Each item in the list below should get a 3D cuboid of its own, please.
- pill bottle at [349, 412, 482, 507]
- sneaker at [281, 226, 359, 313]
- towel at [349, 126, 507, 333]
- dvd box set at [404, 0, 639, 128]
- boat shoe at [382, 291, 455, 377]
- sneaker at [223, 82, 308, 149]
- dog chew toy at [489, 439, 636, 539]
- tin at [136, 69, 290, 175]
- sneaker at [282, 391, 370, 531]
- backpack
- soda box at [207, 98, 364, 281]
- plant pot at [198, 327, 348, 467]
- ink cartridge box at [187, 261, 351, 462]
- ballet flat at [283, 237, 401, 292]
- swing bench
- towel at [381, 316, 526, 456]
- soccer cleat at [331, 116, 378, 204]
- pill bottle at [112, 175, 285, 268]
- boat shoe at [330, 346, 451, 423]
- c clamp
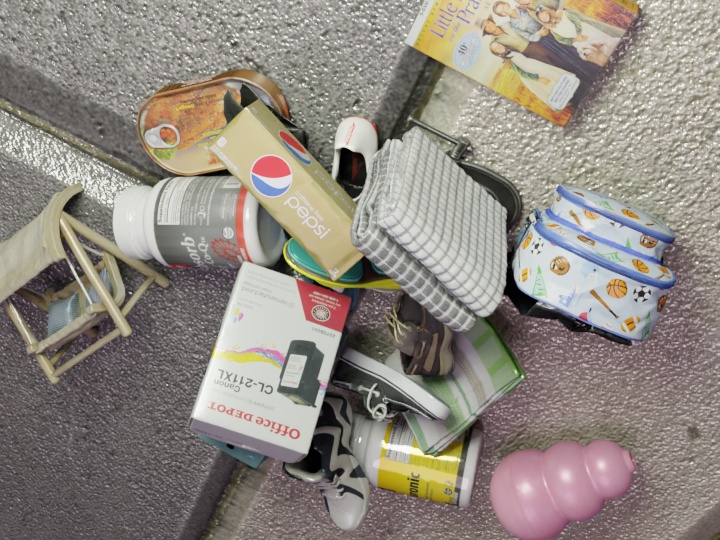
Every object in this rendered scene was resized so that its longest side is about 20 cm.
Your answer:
[{"bbox_3d":[0.068,0.262,1.265,0.198,0.112,0.112,11,127,12],"label":"pill bottle"},{"bbox_3d":[-0.062,-0.011,1.131,0.078,0.090,0.201,-7,125,22],"label":"sneaker"},{"bbox_3d":[0.074,-0.047,0.963,0.165,0.201,0.085,39,122,-18],"label":"towel"},{"bbox_3d":[0.163,-0.256,0.923,0.199,0.029,0.147,28,128,-3],"label":"dvd box set"},{"bbox_3d":[0.069,0.070,1.067,0.073,0.075,0.201,-18,137,-4],"label":"boat shoe"},{"bbox_3d":[-0.084,-0.118,1.020,0.199,0.060,0.105,40,136,14],"label":"sneaker"},{"bbox_3d":[0.280,0.292,1.217,0.199,0.125,0.125,-26,113,22],"label":"dog chew toy"},{"bbox_3d":[-0.179,-0.180,1.086,0.198,0.042,0.113,-7,117,22],"label":"tin"},{"bbox_3d":[-0.053,0.276,1.186,0.079,0.129,0.201,4,107,29],"label":"sneaker"},{"bbox_3d":[0.257,-0.004,0.969,0.198,0.191,0.155,17,111,6],"label":"backpack"},{"bbox_3d":[-0.068,-0.087,0.961,0.064,0.068,0.200,-41,99,17],"label":"soda box"},{"bbox_3d":[-0.129,0.150,1.197,0.141,0.201,0.142,29,127,-4],"label":"plant pot"},{"bbox_3d":[-0.108,0.113,1.076,0.145,0.202,0.083,19,159,-8],"label":"ink cartridge box"},{"bbox_3d":[0.000,0.000,1.075,0.198,0.067,0.067,3,148,-17],"label":"ballet flat"},{"bbox_3d":[-0.418,0.020,1.247,0.198,0.130,0.200,-30,110,33],"label":"swing bench"},{"bbox_3d":[0.111,0.133,1.164,0.200,0.031,0.150,-49,63,37],"label":"towel"},{"bbox_3d":[-0.004,-0.085,1.063,0.068,0.085,0.201,6,125,14],"label":"soccer cleat"},{"bbox_3d":[-0.202,-0.061,1.127,0.198,0.116,0.117,1,124,18],"label":"pill bottle"},{"bbox_3d":[0.033,0.163,1.163,0.199,0.068,0.074,24,171,41],"label":"boat shoe"},{"bbox_3d":[0.101,-0.075,1.077,0.170,0.027,0.201,22,126,-4],"label":"c clamp"}]
